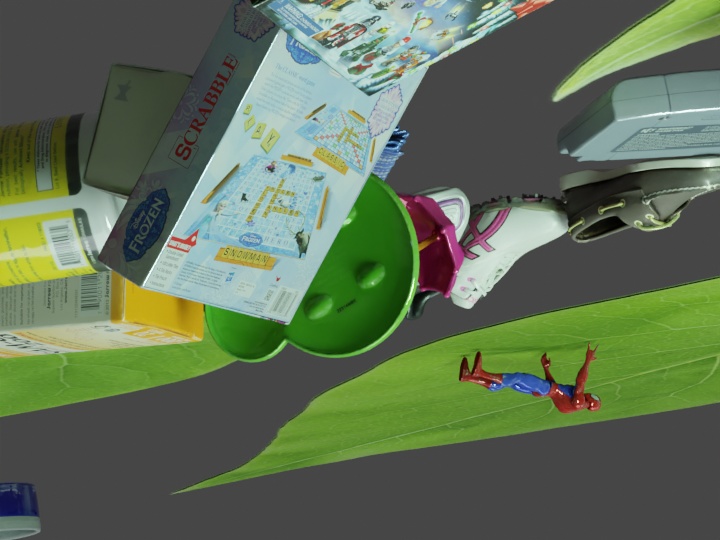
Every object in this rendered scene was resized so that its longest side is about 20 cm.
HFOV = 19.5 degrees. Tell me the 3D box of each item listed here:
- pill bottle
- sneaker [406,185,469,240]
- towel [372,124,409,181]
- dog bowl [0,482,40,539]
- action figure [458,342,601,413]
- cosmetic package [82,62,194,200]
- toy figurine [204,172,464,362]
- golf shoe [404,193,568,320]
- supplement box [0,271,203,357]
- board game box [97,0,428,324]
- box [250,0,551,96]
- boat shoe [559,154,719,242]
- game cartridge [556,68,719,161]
[{"bbox_3d":[-0.263,-0.043,1.472,0.200,0.113,0.112,-8,168,5],"label":"pill bottle"},{"bbox_3d":[0.009,-0.028,1.864,0.200,0.100,0.075,-33,122,24],"label":"sneaker"},{"bbox_3d":[-0.044,-0.075,1.682,0.145,0.024,0.200,-5,168,-9],"label":"towel"},{"bbox_3d":[-0.633,0.405,3.474,0.200,0.079,0.200,-7,169,-1],"label":"dog bowl"},{"bbox_3d":[0.237,0.129,2.782,0.200,0.099,0.065,21,162,-19],"label":"action figure"},{"bbox_3d":[-0.094,-0.072,1.438,0.103,0.087,0.200,13,176,24],"label":"cosmetic package"},{"bbox_3d":[0.000,0.000,1.684,0.200,0.150,0.184,-33,167,26],"label":"toy figurine"},{"bbox_3d":[0.112,-0.013,1.918,0.200,0.092,0.073,-18,163,37],"label":"golf shoe"},{"bbox_3d":[-0.243,0.024,1.700,0.200,0.074,0.126,-5,169,26],"label":"supplement box"},{"bbox_3d":[-0.056,-0.071,1.317,0.041,0.200,0.200,31,-175,25],"label":"board game box"},{"bbox_3d":[0.026,-0.166,1.171,0.137,0.040,0.200,-27,164,13],"label":"box"},{"bbox_3d":[0.241,-0.062,1.775,0.072,0.060,0.200,-1,176,-33],"label":"boat shoe"},{"bbox_3d":[0.268,-0.122,1.633,0.200,0.042,0.133,-4,164,-18],"label":"game cartridge"}]
